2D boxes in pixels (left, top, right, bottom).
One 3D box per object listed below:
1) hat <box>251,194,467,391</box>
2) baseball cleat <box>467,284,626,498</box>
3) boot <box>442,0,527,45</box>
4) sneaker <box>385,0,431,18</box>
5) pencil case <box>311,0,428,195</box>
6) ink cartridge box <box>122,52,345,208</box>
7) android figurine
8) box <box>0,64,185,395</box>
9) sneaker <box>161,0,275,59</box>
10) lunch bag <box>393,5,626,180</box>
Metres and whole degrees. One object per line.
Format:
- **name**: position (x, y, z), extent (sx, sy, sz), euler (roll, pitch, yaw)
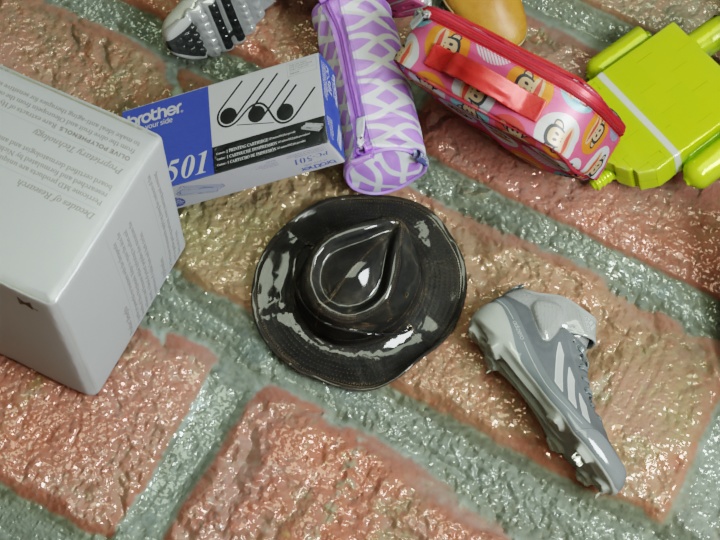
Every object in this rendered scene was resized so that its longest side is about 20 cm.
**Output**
- **hat**: position (0.000, 0.000, 1.260), extent (0.199, 0.081, 0.202), euler (1, 64, -2)
- **baseball cleat**: position (0.182, 0.093, 1.230), extent (0.106, 0.070, 0.200), euler (-33, 71, -16)
- **boot**: position (0.116, -0.313, 1.352), extent (0.071, 0.144, 0.202), euler (-32, 91, -19)
- **sneaker**: position (-0.017, -0.309, 1.373), extent (0.199, 0.074, 0.088), euler (13, 72, -29)
- **pencil case**: position (0.005, -0.167, 1.333), extent (0.084, 0.085, 0.201), euler (-31, 56, 31)
- **ink cartridge box**: position (-0.117, -0.121, 1.294), extent (0.199, 0.044, 0.095), euler (-14, 65, 16)
- **android figurine**: position (0.283, -0.153, 1.346), extent (0.200, 0.041, 0.182), euler (-37, 59, -2)
- **box**: position (-0.278, -0.035, 1.200), extent (0.199, 0.199, 0.172), euler (23, 66, 10)
- **sneaker**: position (-0.125, -0.282, 1.399), extent (0.081, 0.075, 0.200), euler (34, 65, 28)
- **lunch bag**: position (0.128, -0.158, 1.272), extent (0.199, 0.176, 0.082), euler (33, 96, 23)
